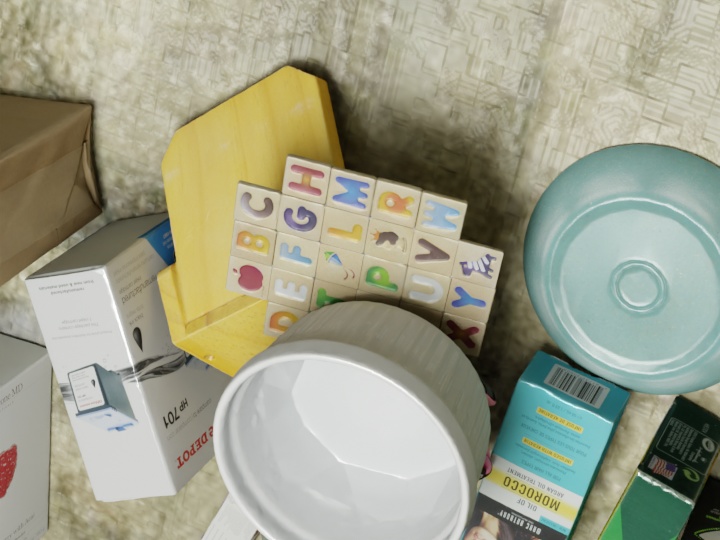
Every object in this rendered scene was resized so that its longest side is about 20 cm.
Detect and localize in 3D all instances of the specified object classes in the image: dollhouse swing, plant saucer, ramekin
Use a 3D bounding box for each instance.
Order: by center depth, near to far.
[{"bbox_3d":[0.001,0.118,1.183,0.199,0.105,0.201,11,123,18],"label":"ramekin"},{"bbox_3d":[0.211,0.007,1.198,0.199,0.036,0.201,10,115,22],"label":"plant saucer"},{"bbox_3d":[-0.045,-0.030,1.303,0.199,0.177,0.181,-27,139,31],"label":"dollhouse swing"}]

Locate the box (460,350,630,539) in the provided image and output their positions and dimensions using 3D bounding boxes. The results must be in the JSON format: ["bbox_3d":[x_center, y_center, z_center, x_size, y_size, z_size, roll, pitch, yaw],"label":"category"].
[{"bbox_3d":[0.140,0.167,1.277,0.082,0.049,0.201,24,124,14],"label":"box"}]

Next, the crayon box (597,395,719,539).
[{"bbox_3d":[0.206,0.209,1.229,0.051,0.127,0.201,29,121,11],"label":"crayon box"}]

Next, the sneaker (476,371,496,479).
[{"bbox_3d":[0.064,0.150,1.277,0.095,0.079,0.201,40,136,40],"label":"sneaker"}]

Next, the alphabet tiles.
[{"bbox_3d":[0.000,0.000,1.181,0.199,0.006,0.167,15,129,5],"label":"alphabet tiles"}]

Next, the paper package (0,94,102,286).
[{"bbox_3d":[-0.345,-0.074,1.332,0.199,0.191,0.104,9,118,22],"label":"paper package"}]

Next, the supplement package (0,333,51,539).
[{"bbox_3d":[-0.365,0.168,1.481,0.119,0.121,0.201,16,117,19],"label":"supplement package"}]

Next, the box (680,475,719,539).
[{"bbox_3d":[0.271,0.276,1.182,0.124,0.200,0.149,21,118,16],"label":"box"}]

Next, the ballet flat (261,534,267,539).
[{"bbox_3d":[-0.029,0.180,1.345,0.067,0.064,0.201,24,113,-14],"label":"ballet flat"}]

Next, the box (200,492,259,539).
[{"bbox_3d":[-0.126,0.254,1.453,0.041,0.039,0.201,35,121,9],"label":"box"}]

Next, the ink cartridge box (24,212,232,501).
[{"bbox_3d":[-0.182,0.070,1.341,0.085,0.146,0.201,-9,107,26],"label":"ink cartridge box"}]
